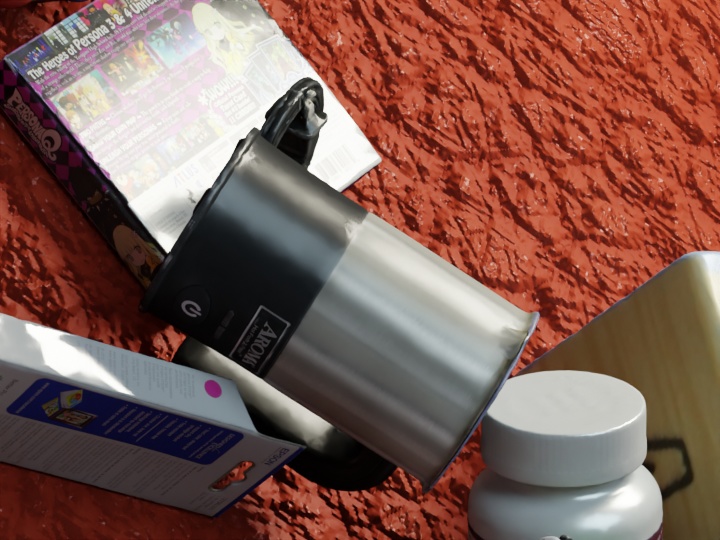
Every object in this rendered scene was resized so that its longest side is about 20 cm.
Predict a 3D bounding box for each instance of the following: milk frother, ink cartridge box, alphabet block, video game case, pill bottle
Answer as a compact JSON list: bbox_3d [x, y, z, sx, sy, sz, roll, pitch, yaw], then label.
[{"bbox_3d":[0.000,0.000,1.627,0.188,0.181,0.200,33,64,-2],"label":"milk frother"},{"bbox_3d":[-0.137,0.079,1.573,0.199,0.095,0.037,20,51,-29],"label":"ink cartridge box"},{"bbox_3d":[0.231,0.124,1.773,0.195,0.196,0.201,4,61,-35],"label":"alphabet block"},{"bbox_3d":[-0.102,-0.088,1.753,0.181,0.036,0.200,51,44,-1],"label":"video game case"},{"bbox_3d":[0.114,0.165,1.643,0.109,0.109,0.201,-24,120,-45],"label":"pill bottle"}]

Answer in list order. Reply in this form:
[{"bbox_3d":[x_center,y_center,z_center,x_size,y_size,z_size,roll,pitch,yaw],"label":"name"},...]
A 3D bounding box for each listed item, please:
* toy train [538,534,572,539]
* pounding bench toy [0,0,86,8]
[{"bbox_3d":[0.145,0.199,1.583,0.200,0.042,0.057,37,72,-40],"label":"toy train"},{"bbox_3d":[-0.168,-0.254,1.682,0.124,0.200,0.156,-13,73,-47],"label":"pounding bench toy"}]
